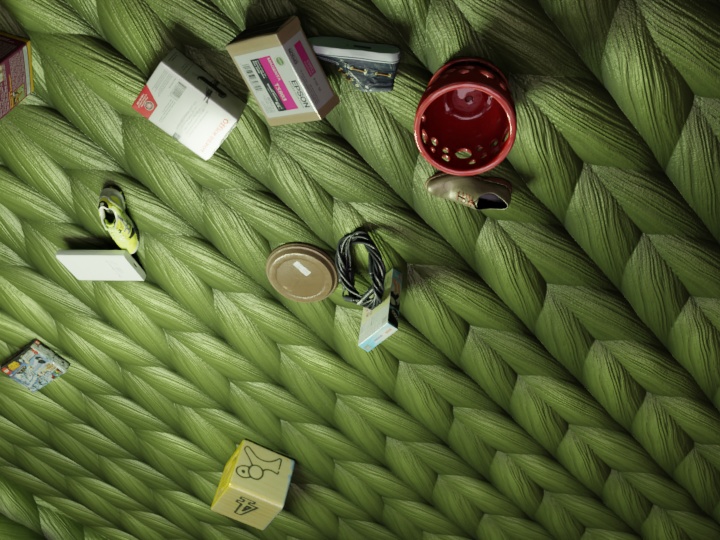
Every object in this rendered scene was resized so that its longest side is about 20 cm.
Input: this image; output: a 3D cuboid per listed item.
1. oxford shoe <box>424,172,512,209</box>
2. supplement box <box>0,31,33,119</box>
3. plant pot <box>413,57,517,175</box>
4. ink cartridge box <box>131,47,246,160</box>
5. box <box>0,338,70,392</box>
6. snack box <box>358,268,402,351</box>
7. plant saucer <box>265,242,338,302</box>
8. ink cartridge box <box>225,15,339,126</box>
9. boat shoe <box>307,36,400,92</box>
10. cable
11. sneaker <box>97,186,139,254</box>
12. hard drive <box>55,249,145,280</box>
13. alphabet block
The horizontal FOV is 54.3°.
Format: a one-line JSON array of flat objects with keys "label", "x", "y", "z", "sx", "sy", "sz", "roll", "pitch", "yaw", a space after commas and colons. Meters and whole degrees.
[{"label": "oxford shoe", "x": 0.245, "y": -0.179, "z": 1.596, "sx": 0.199, "sy": 0.075, "sz": 0.071, "roll": 5, "pitch": 130, "yaw": 7}, {"label": "supplement box", "x": -0.806, "y": -0.417, "z": 1.520, "sx": 0.103, "sy": 0.200, "sz": 0.131, "roll": 16, "pitch": 129, "yaw": -3}, {"label": "plant pot", "x": 0.212, "y": -0.322, "z": 1.415, "sx": 0.200, "sy": 0.183, "sz": 0.201, "roll": 5, "pitch": 131, "yaw": 6}, {"label": "ink cartridge box", "x": -0.376, "y": -0.364, "z": 1.556, "sx": 0.200, "sy": 0.084, "sz": 0.144, "roll": 37, "pitch": 125, "yaw": -18}, {"label": "box", "x": -1.052, "y": 0.310, "z": 2.268, "sx": 0.200, "sy": 0.040, "sz": 0.137, "roll": -29, "pitch": 120, "yaw": 29}, {"label": "snack box", "x": 0.052, "y": 0.098, "z": 1.778, "sx": 0.037, "sy": 0.200, "sz": 0.116, "roll": 34, "pitch": 128, "yaw": -21}, {"label": "plant saucer", "x": -0.157, "y": 0.013, "z": 1.862, "sx": 0.199, "sy": 0.030, "sz": 0.200, "roll": 6, "pitch": 129, "yaw": 7}, {"label": "ink cartridge box", "x": -0.161, "y": -0.405, "z": 1.451, "sx": 0.164, "sy": 0.075, "sz": 0.200, "roll": 4, "pitch": 135, "yaw": 43}, {"label": "boat shoe", "x": -0.021, "y": -0.422, "z": 1.449, "sx": 0.200, "sy": 0.071, "sz": 0.091, "roll": 9, "pitch": 127, "yaw": 1}, {"label": "cable", "x": 0.000, "y": 0.000, "z": 1.752, "sx": 0.163, "sy": 0.051, "sz": 0.201, "roll": 28, "pitch": 122, "yaw": 45}, {"label": "sneaker", "x": -0.634, "y": -0.117, "z": 1.814, "sx": 0.075, "sy": 0.077, "sz": 0.200, "roll": -3, "pitch": 131, "yaw": 11}, {"label": "hard drive", "x": -0.707, "y": -0.014, "z": 1.919, "sx": 0.199, "sy": 0.026, "sz": 0.132, "roll": 1, "pitch": 149, "yaw": 11}, {"label": "alphabet block", "x": -0.362, "y": 0.727, "z": 2.381, "sx": 0.200, "sy": 0.196, "sz": 0.197, "roll": 27, "pitch": 127, "yaw": -10}]
